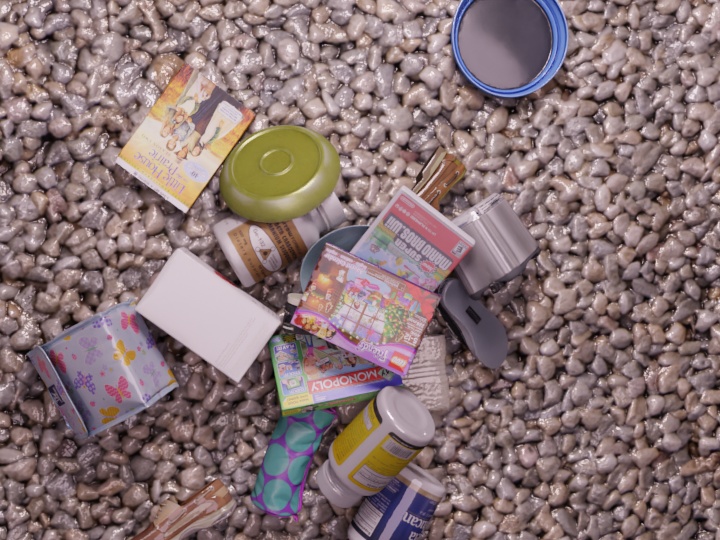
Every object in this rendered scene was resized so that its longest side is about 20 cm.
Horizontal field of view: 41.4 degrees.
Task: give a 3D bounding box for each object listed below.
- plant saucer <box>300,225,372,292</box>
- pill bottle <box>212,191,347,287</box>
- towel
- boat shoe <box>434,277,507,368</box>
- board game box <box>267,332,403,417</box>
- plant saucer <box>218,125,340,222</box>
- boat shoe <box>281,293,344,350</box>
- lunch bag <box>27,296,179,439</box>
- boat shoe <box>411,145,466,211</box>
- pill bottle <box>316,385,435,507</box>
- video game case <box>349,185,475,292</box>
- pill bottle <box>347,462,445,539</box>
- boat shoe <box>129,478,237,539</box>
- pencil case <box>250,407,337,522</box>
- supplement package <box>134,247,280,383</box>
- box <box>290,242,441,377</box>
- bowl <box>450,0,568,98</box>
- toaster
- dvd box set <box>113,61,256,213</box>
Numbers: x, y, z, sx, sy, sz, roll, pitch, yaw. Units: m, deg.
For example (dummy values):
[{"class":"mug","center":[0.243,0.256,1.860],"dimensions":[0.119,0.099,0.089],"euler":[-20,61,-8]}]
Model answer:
[{"class":"plant saucer","center":[0.000,0.000,1.560],"dimensions":[0.199,0.039,0.203],"euler":[-2,127,-2]},{"class":"pill bottle","center":[-0.127,-0.070,1.535],"dimensions":[0.199,0.114,0.115],"euler":[-30,95,-4]},{"class":"towel","center":[0.051,0.182,1.607],"dimensions":[0.198,0.034,0.134],"euler":[-6,95,-5]},{"class":"boat shoe","center":[0.176,0.086,1.597],"dimensions":[0.074,0.068,0.199],"euler":[-52,121,-12]},{"class":"board game box","center":[-0.042,0.153,1.546],"dimensions":[0.198,0.029,0.136],"euler":[-11,57,-8]},{"class":"plant saucer","center":[-0.131,-0.163,1.510],"dimensions":[0.198,0.031,0.202],"euler":[-5,54,7]},{"class":"boat shoe","center":[-0.030,0.096,1.539],"dimensions":[0.198,0.072,0.068],"euler":[17,95,2]},{"class":"lunch bag","center":[-0.419,0.165,1.504],"dimensions":[0.199,0.127,0.171],"euler":[-24,95,25]},{"class":"boat shoe","center":[0.103,-0.107,1.578],"dimensions":[0.068,0.072,0.201],"euler":[34,89,-5]},{"class":"pill bottle","center":[0.018,0.286,1.513],"dimensions":[0.111,0.111,0.200],"euler":[39,115,-6]},{"class":"video game case","center":[0.064,-0.016,1.490],"dimensions":[0.142,0.017,0.200],"euler":[36,119,-5]},{"class":"pill bottle","center":[0.047,0.419,1.578],"dimensions":[0.110,0.111,0.201],"euler":[31,90,-7]},{"class":"boat shoe","center":[-0.304,0.406,1.565],"dimensions":[0.199,0.076,0.072],"euler":[-25,91,-13]},{"class":"pencil case","center":[-0.108,0.302,1.570],"dimensions":[0.092,0.085,0.202],"euler":[22,91,7]},{"class":"supplement package","center":[-0.241,0.068,1.526],"dimensions":[0.199,0.121,0.120],"euler":[36,88,-7]},{"class":"box","center":[0.009,0.060,1.479],"dimensions":[0.198,0.039,0.138],"euler":[25,94,1]},{"class":"bowl","center":[0.246,-0.390,1.596],"dimensions":[0.198,0.039,0.203],"euler":[0,93,-6]},{"class":"toaster","center":[0.203,-0.040,1.538],"dimensions":[0.113,0.200,0.130],"euler":[-33,90,30]},{"class":"dvd box set","center":[-0.285,-0.216,1.553],"dimensions":[0.146,0.029,0.201],"euler":[36,88,-7]}]
